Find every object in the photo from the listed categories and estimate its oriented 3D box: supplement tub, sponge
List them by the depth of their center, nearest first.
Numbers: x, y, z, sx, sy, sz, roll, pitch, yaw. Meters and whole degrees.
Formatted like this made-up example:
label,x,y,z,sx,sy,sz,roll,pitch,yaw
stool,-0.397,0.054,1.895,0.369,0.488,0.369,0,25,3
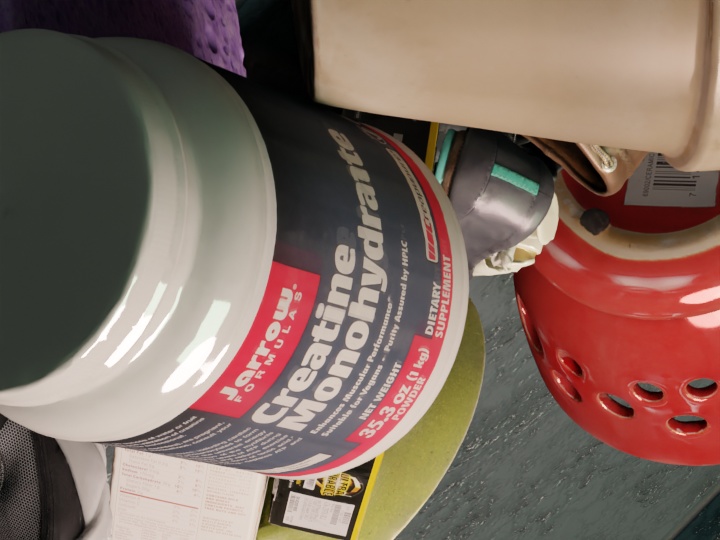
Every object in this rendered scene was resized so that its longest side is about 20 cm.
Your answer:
label,x,y,z,sx,sy,sz,roll,pitch,yaw
supplement tub,-0.064,-0.003,0.969,0.140,0.141,0.200,-48,150,16
sponge,-0.099,-0.105,1.046,0.030,0.112,0.200,-16,161,20

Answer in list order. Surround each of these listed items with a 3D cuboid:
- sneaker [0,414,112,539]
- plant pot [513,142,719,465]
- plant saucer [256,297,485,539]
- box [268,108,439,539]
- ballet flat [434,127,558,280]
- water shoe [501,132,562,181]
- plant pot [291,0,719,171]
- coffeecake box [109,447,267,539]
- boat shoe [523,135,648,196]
label,x,y,z,sx,sy,sz,roll,pitch,yaw
sneaker,-0.181,0.052,1.094,0.113,0.201,0.075,-9,156,-40
plant pot,0.171,-0.022,1.454,0.200,0.201,0.183,-37,146,-6
plant saucer,-0.022,0.077,1.382,0.200,0.200,0.031,-44,122,8
box,0.000,0.000,1.234,0.049,0.201,0.160,9,153,0
ballet flat,0.060,-0.024,1.312,0.073,0.073,0.200,-35,176,-9
water shoe,0.067,-0.103,1.305,0.071,0.079,0.200,-43,154,6
plant pot,0.061,-0.129,0.983,0.172,0.201,0.200,-6,148,-5
coffeecake box,-0.070,0.046,1.270,0.073,0.154,0.201,11,142,-1
boat shoe,0.044,-0.100,1.160,0.075,0.202,0.075,-63,-168,-12
